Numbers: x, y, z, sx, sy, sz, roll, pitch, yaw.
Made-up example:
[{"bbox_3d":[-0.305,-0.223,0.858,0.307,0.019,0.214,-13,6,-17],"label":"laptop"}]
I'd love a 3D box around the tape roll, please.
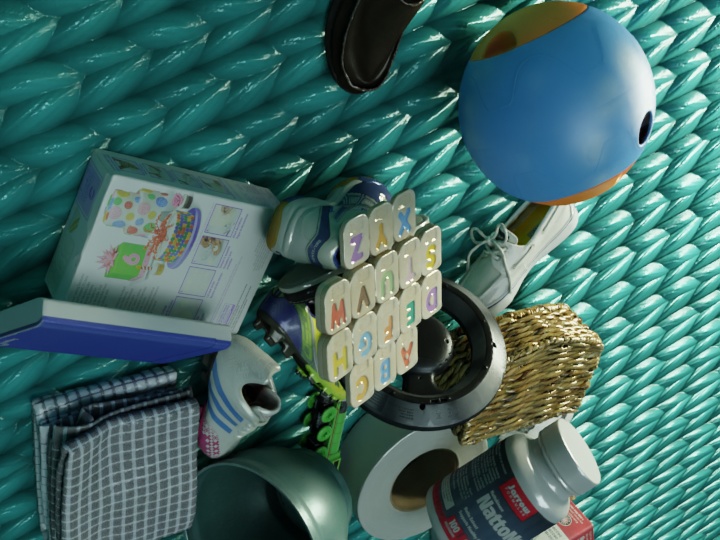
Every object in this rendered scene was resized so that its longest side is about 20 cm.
[{"bbox_3d":[0.066,0.252,1.416,0.200,0.071,0.205,-19,131,-23],"label":"tape roll"}]

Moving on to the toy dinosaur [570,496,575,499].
[{"bbox_3d":[0.215,0.291,1.544,0.196,0.060,0.108,4,82,1],"label":"toy dinosaur"}]

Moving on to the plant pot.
[{"bbox_3d":[-0.091,0.289,1.268,0.134,0.198,0.203,-29,141,-53],"label":"plant pot"}]

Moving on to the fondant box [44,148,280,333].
[{"bbox_3d":[-0.183,-0.023,1.045,0.198,0.058,0.146,10,115,-40],"label":"fondant box"}]

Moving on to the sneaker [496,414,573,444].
[{"bbox_3d":[0.219,0.201,1.459,0.200,0.074,0.116,-47,136,-32],"label":"sneaker"}]

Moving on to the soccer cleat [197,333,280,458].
[{"bbox_3d":[-0.129,0.151,1.163,0.070,0.085,0.202,-52,162,-39],"label":"soccer cleat"}]

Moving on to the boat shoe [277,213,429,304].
[{"bbox_3d":[0.000,0.000,1.162,0.198,0.073,0.061,-28,115,-36],"label":"boat shoe"}]

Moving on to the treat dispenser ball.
[{"bbox_3d":[0.197,-0.168,1.101,0.198,0.201,0.204,-18,131,-22],"label":"treat dispenser ball"}]

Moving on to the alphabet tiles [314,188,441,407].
[{"bbox_3d":[0.023,0.028,1.068,0.199,0.014,0.199,-30,126,-47],"label":"alphabet tiles"}]

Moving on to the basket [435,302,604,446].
[{"bbox_3d":[0.171,0.094,1.309,0.197,0.149,0.145,-11,131,-28],"label":"basket"}]

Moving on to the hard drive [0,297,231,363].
[{"bbox_3d":[-0.239,0.060,1.025,0.198,0.131,0.026,12,72,-42],"label":"hard drive"}]

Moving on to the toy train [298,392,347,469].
[{"bbox_3d":[-0.049,0.227,1.340,0.056,0.042,0.203,-14,129,-39],"label":"toy train"}]

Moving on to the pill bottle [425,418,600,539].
[{"bbox_3d":[0.190,0.273,1.348,0.199,0.121,0.119,-37,138,19],"label":"pill bottle"}]

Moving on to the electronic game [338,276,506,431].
[{"bbox_3d":[0.063,0.084,1.188,0.197,0.201,0.042,-19,148,-22],"label":"electronic game"}]

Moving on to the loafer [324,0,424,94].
[{"bbox_3d":[0.021,-0.252,1.006,0.072,0.071,0.203,-5,124,-32],"label":"loafer"}]

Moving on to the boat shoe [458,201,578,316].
[{"bbox_3d":[0.171,-0.028,1.278,0.202,0.075,0.086,-43,136,-3],"label":"boat shoe"}]

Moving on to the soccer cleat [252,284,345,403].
[{"bbox_3d":[-0.046,0.080,1.216,0.084,0.064,0.201,-50,140,-12],"label":"soccer cleat"}]

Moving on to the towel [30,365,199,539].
[{"bbox_3d":[-0.255,0.212,1.151,0.163,0.086,0.203,-12,128,-29],"label":"towel"}]

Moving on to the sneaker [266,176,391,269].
[{"bbox_3d":[-0.009,-0.038,1.094,0.199,0.087,0.076,-27,137,-55],"label":"sneaker"}]

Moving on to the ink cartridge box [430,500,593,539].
[{"bbox_3d":[0.219,0.415,1.590,0.198,0.145,0.146,-25,133,-18],"label":"ink cartridge box"}]
